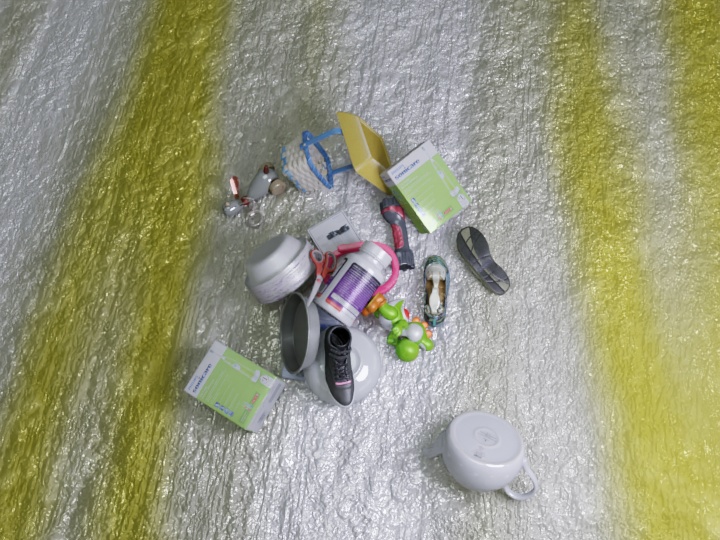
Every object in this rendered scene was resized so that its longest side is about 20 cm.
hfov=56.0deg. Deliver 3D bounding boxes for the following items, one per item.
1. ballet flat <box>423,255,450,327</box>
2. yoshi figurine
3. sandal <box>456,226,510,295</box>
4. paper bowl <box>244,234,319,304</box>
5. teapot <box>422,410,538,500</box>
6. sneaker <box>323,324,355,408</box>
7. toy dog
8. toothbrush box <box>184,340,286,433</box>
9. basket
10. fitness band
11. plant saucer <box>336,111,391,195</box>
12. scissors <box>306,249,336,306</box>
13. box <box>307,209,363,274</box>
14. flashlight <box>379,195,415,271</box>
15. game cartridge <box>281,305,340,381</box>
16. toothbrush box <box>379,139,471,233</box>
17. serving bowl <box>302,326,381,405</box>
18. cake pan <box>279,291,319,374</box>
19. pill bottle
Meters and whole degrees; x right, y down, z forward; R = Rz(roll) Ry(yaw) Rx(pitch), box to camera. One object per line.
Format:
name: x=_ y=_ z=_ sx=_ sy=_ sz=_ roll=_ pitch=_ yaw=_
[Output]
ballet flat: x=0.195 y=0.043 z=1.736 sx=0.074 sy=0.074 sz=0.201 roll=-3 pitch=67 yaw=8
yoshi figurine: x=0.086 y=0.152 z=1.679 sx=0.200 sy=0.113 sz=0.112 roll=39 pitch=121 yaw=-5
sandal: x=0.310 y=-0.020 z=1.754 sx=0.080 sy=0.057 sz=0.202 roll=-28 pitch=81 yaw=-9
paper bowl: x=-0.214 y=-0.015 z=1.750 sx=0.200 sy=0.105 sz=0.201 roll=-30 pitch=24 yaw=15
teapot: x=0.272 y=0.427 z=1.526 sx=0.196 sy=0.147 sz=0.200 roll=-5 pitch=34 yaw=-20
sneaker: x=-0.049 y=0.219 z=1.586 sx=0.070 sy=0.099 sz=0.201 roll=-6 pitch=75 yaw=-10
toy dog: x=-0.305 y=-0.233 z=1.916 sx=0.131 sy=0.096 sz=0.200 roll=28 pitch=74 yaw=19
toothbrush box: x=-0.311 y=0.290 z=1.691 sx=0.199 sy=0.086 sz=0.146 roll=26 pitch=78 yaw=19
basket: x=-0.113 y=-0.311 z=1.875 sx=0.199 sy=0.176 sz=0.140 roll=-14 pitch=62 yaw=15
fitness band: x=0.000 y=0.000 z=1.738 sx=0.199 sy=0.037 sz=0.145 roll=-7 pitch=77 yaw=4
plant saucer: x=0.027 y=-0.326 z=1.843 sx=0.048 sy=0.200 sz=0.201 roll=-27 pitch=64 yaw=22
scissors: x=-0.093 y=0.020 z=1.657 sx=0.073 sy=0.014 sz=0.201 roll=19 pitch=42 yaw=-18
box: x=-0.045 y=-0.051 z=1.818 sx=0.116 sy=0.060 sz=0.200 roll=-32 pitch=67 yaw=-5
flashlight: x=0.094 y=-0.097 z=1.813 sx=0.067 sy=0.068 sz=0.201 roll=-19 pitch=64 yaw=30
game cartridge: x=-0.121 y=0.186 z=1.745 sx=0.132 sy=0.042 sz=0.201 roll=3 pitch=68 yaw=15
toothbrush box: x=0.171 y=-0.218 z=1.790 sx=0.145 sy=0.086 sz=0.200 roll=-39 pitch=101 yaw=-9
serving bowl: x=-0.043 y=0.228 z=1.671 sx=0.199 sy=0.066 sz=0.201 roll=2 pitch=72 yaw=-6
cake pan: x=-0.148 y=0.153 z=1.655 sx=0.037 sy=0.200 sz=0.201 roll=4 pitch=63 yaw=-26
pill bottle: x=-0.014 y=0.029 z=1.658 sx=0.111 sy=0.111 sz=0.200 roll=34 pitch=83 yaw=20
